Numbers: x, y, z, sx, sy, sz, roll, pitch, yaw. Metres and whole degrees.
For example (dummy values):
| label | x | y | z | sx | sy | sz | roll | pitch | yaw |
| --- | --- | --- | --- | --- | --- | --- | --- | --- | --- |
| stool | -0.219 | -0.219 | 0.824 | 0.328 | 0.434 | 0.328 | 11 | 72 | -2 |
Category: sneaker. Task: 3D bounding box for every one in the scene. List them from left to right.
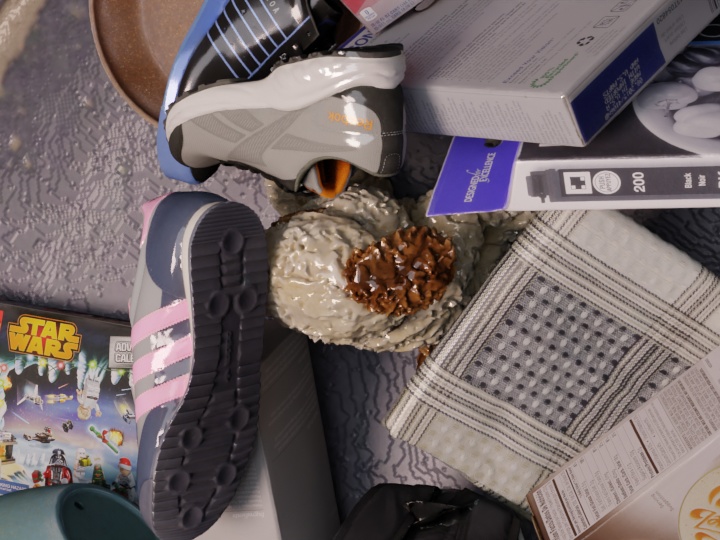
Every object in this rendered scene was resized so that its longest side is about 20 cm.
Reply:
| label | x | y | z | sx | sy | sz | roll | pitch | yaw |
| --- | --- | --- | --- | --- | --- | --- | --- | --- | --- |
| sneaker | -0.102 | 0.052 | 1.048 | 0.082 | 0.070 | 0.201 | 20 | 103 | 48 |
| sneaker | -0.061 | -0.140 | 1.152 | 0.078 | 0.070 | 0.201 | 25 | 97 | 22 |
| sneaker | -0.047 | -0.076 | 1.056 | 0.200 | 0.074 | 0.080 | -8 | 92 | 51 |

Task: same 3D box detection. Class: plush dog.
| label | x | y | z | sx | sy | sz | roll | pitch | yaw |
| --- | --- | --- | --- | --- | --- | --- | --- | --- | --- |
| plush dog | 0.000 | 0.000 | 1.096 | 0.199 | 0.171 | 0.161 | 4 | 93 | 34 |

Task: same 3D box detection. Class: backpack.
| label | x | y | z | sx | sy | sz | roll | pitch | yaw |
| --- | --- | --- | --- | --- | --- | --- | --- | --- | --- |
| backpack | 0.026 | 0.226 | 1.079 | 0.166 | 0.127 | 0.201 | 16 | 54 | 9 |

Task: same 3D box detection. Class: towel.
| label | x | y | z | sx | sy | sz | roll | pitch | yaw |
| --- | --- | --- | --- | --- | --- | --- | --- | --- | --- |
| towel | 0.142 | 0.069 | 1.085 | 0.200 | 0.035 | 0.193 | 33 | 101 | -22 |

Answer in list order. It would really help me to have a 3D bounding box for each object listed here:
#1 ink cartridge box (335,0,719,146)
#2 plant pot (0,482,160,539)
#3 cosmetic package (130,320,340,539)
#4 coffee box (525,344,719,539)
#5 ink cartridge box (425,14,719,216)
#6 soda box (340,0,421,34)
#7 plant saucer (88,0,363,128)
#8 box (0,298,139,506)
| label | x | y | z | sx | sy | sz | roll | pitch | yaw |
| --- | --- | --- | --- | --- | --- | --- | --- | --- | --- |
| ink cartridge box | 0.106 | -0.148 | 1.065 | 0.200 | 0.200 | 0.041 | 13 | 137 | 46 |
| plant pot | -0.189 | 0.212 | 1.149 | 0.200 | 0.200 | 0.135 | 46 | 111 | 13 |
| cosmetic package | -0.070 | 0.141 | 1.143 | 0.090 | 0.107 | 0.201 | -1 | 106 | 18 |
| coffee box | 0.211 | 0.125 | 1.061 | 0.200 | 0.080 | 0.114 | -40 | 113 | 10 |
| ink cartridge box | 0.148 | -0.099 | 1.056 | 0.199 | 0.198 | 0.044 | -2 | 123 | 16 |
| soda box | 0.062 | -0.228 | 1.057 | 0.200 | 0.063 | 0.070 | -34 | 44 | 16 |
| plant saucer | -0.083 | -0.182 | 1.214 | 0.199 | 0.037 | 0.201 | 0 | 89 | 17 |
| box | -0.184 | 0.099 | 1.242 | 0.199 | 0.040 | 0.138 | 8 | 91 | 18 |
